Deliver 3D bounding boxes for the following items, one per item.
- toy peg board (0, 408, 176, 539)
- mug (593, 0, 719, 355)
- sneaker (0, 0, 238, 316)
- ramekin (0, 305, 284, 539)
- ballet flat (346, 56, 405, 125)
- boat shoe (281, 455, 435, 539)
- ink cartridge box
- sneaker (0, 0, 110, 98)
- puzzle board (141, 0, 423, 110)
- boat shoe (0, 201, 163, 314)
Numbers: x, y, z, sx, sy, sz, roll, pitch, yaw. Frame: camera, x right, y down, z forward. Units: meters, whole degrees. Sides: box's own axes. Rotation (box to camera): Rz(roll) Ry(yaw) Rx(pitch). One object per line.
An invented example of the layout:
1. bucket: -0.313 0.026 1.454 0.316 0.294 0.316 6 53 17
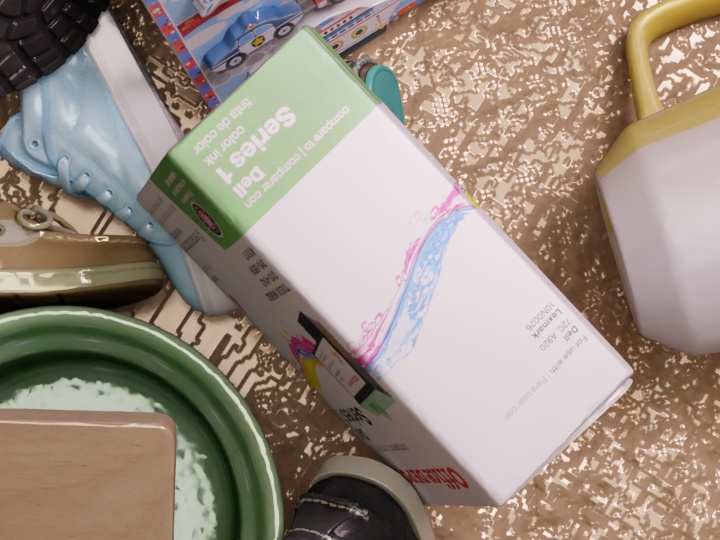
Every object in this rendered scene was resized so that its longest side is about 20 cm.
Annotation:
1. toy peg board: -0.178 0.146 0.890 0.199 0.098 0.200 2 102 -2
2. mug: 0.194 -0.038 1.006 0.153 0.187 0.150 -17 120 4
3. sneaker: -0.127 -0.056 1.008 0.082 0.074 0.200 -29 79 1
4. ramekin: -0.136 0.119 0.977 0.199 0.098 0.201 0 86 -3
5. ballet flat: 0.000 0.000 1.017 0.072 0.072 0.201 -10 87 -4
6. boat shoe: 0.019 0.181 0.966 0.072 0.068 0.200 -9 123 32
7. ink cartridge box: 0.005 0.006 0.902 0.084 0.145 0.200 -44 94 -12
8. sneaker: -0.150 -0.172 0.968 0.087 0.076 0.200 28 78 22
9. puzzle board: 0.003 -0.146 0.962 0.200 0.151 0.017 -31 68 0
10. boat shoe: -0.191 -0.014 0.962 0.200 0.073 0.063 1 81 6
